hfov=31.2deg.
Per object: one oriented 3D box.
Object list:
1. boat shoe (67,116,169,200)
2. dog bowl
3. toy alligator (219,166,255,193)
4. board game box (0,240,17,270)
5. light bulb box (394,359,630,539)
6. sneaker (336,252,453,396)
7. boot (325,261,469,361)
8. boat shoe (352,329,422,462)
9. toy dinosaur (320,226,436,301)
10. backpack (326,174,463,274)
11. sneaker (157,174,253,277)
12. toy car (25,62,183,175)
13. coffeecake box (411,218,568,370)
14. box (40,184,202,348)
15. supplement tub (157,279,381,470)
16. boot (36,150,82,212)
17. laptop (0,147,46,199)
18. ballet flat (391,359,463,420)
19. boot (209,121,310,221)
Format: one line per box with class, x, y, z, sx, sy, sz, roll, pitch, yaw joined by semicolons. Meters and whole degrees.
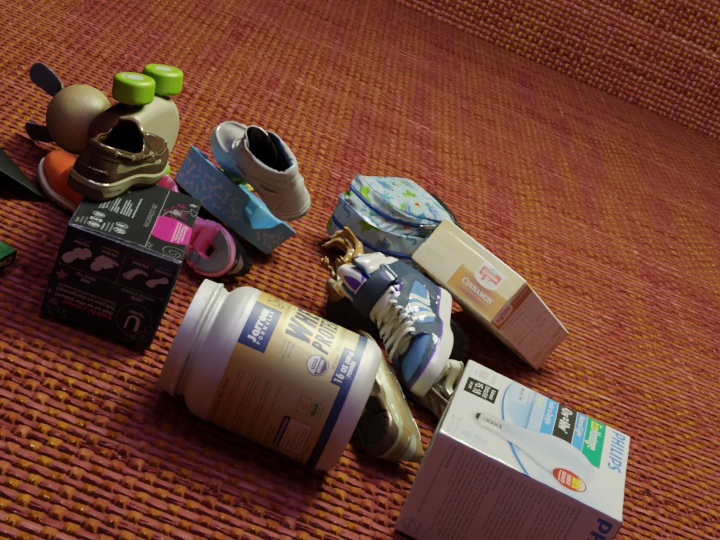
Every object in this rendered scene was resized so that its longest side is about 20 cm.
boat shoe;-0.263;-0.138;1.479;0.074;0.075;0.202;24;21;3
dog bowl;-0.167;-0.088;1.694;0.111;0.050;0.200;42;1;42
toy alligator;-0.177;-0.131;1.791;0.054;0.200;0.060;-21;84;-14
board game box;-0.485;-0.045;1.401;0.199;0.024;0.105;30;28;12
light bulb box;0.164;0.220;1.347;0.199;0.125;0.198;25;22;4
sneaker;0.029;0.053;1.506;0.146;0.081;0.200;28;30;-10
boot;0.054;0.043;1.693;0.199;0.070;0.132;24;24;-3
boat shoe;0.023;0.148;1.459;0.076;0.072;0.200;28;26;-29
toy dinosaur;0.000;0.000;1.641;0.200;0.060;0.107;-17;77;-52
backpack;0.046;-0.065;1.859;0.199;0.154;0.163;-8;44;-32
sneaker;-0.212;-0.053;1.658;0.200;0.079;0.095;43;14;30
toy car;-0.358;-0.203;1.733;0.199;0.165;0.158;16;21;14
coffeecake box;0.176;0.034;1.723;0.153;0.073;0.200;41;-1;33
box;-0.267;-0.019;1.455;0.132;0.115;0.200;20;21;-8
supplement tub;-0.093;0.104;1.321;0.199;0.145;0.144;24;23;-2
boot;-0.332;-0.116;1.616;0.075;0.108;0.200;-4;34;-46
laptop;-0.528;-0.139;1.595;0.200;0.116;0.187;-27;49;-26
ballet flat;0.111;0.147;1.528;0.068;0.067;0.200;2;31;-42
boot;-0.131;-0.153;1.632;0.073;0.096;0.200;-33;54;-20
